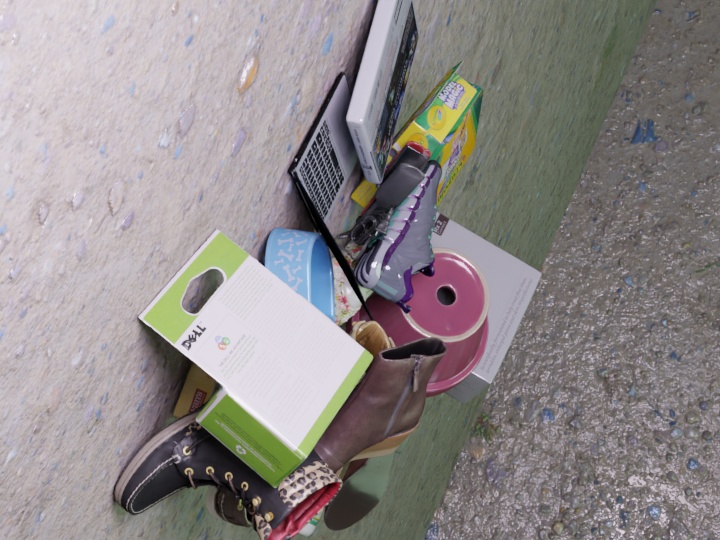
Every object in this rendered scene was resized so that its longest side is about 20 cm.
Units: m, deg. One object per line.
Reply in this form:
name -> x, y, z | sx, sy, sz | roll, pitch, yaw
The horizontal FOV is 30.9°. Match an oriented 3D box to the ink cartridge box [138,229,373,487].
ink cartridge box -> -0.108, 0.081, 1.247 | 0.076, 0.199, 0.148 | -47, -176, 48

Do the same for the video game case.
video game case -> 0.028, -0.224, 1.482 | 0.182, 0.023, 0.203 | 66, 37, -71

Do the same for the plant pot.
plant pot -> 0.090, 0.057, 1.760 | 0.201, 0.198, 0.179 | -61, -179, -21

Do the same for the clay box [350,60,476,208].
clay box -> 0.071, -0.162, 1.602 | 0.200, 0.047, 0.115 | -46, -172, 50

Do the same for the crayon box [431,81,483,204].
crayon box -> 0.105, -0.165, 1.842 | 0.201, 0.058, 0.120 | -57, 162, -36

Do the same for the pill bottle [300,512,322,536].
pill bottle -> -0.072, 0.229, 1.686 | 0.202, 0.112, 0.113 | -64, 165, -10

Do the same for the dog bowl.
dog bowl -> -0.062, 0.051, 1.413 | 0.111, 0.049, 0.203 | 37, 51, -70

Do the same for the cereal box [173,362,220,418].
cereal box -> -0.128, 0.093, 1.426 | 0.146, 0.039, 0.200 | -69, 165, 5

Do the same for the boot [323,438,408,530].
boot -> -0.025, 0.238, 1.782 | 0.064, 0.200, 0.187 | 38, 86, -32

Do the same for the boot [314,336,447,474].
boot -> -0.009, 0.146, 1.392 | 0.198, 0.073, 0.168 | -11, 137, -37

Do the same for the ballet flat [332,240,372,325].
ballet flat -> 0.000, 0.000, 1.679 | 0.076, 0.063, 0.201 | 61, 38, -26

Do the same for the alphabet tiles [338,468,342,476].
alphabet tiles -> -0.001, 0.198, 1.606 | 0.200, 0.006, 0.168 | 102, 13, -68

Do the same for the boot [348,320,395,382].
boot -> -0.018, 0.110, 1.550 | 0.156, 0.072, 0.201 | -54, -164, 32

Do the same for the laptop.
laptop -> -0.004, -0.079, 1.466 | 0.202, 0.115, 0.188 | -64, 166, -14

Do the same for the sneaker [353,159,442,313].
sneaker -> 0.067, -0.042, 1.627 | 0.201, 0.087, 0.074 | -60, -166, -26

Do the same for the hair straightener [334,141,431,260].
hair straightener -> 0.017, -0.072, 1.570 | 0.200, 0.041, 0.078 | -43, -157, 46

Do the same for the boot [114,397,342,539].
boot -> -0.129, 0.209, 1.284 | 0.199, 0.151, 0.074 | -34, 152, -17

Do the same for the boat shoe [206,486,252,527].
boat shoe -> -0.098, 0.195, 1.462 | 0.201, 0.059, 0.072 | -59, 138, -21

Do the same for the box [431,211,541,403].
box -> 0.131, 0.055, 1.936 | 0.200, 0.198, 0.131 | -61, -179, -22
